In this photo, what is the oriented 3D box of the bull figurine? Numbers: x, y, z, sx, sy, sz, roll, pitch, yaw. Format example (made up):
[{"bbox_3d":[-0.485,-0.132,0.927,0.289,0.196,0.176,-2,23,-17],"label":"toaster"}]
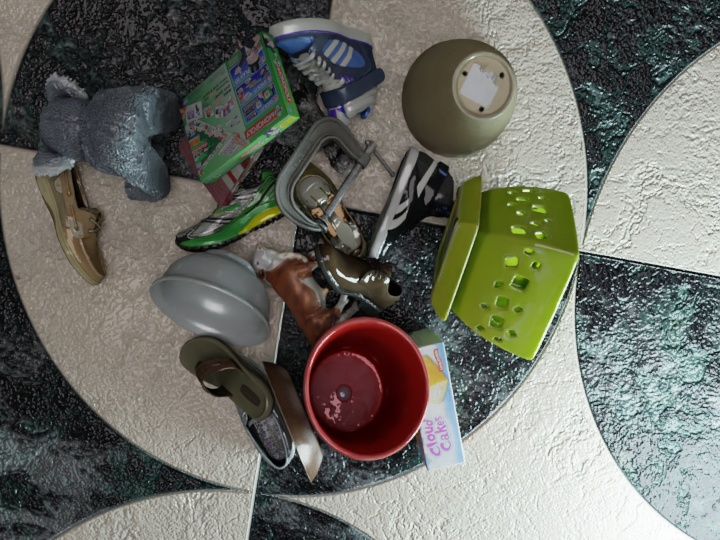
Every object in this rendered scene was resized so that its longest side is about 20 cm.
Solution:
[{"bbox_3d":[-0.091,0.025,1.216,0.120,0.065,0.202,-30,101,14],"label":"bull figurine"}]

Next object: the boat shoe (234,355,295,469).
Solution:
[{"bbox_3d":[-0.167,0.236,1.237,0.069,0.072,0.204,-28,97,1],"label":"boat shoe"}]

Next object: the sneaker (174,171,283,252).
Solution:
[{"bbox_3d":[-0.210,-0.091,1.200,0.197,0.078,0.087,-28,92,-9],"label":"sneaker"}]

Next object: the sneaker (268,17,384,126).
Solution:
[{"bbox_3d":[-0.050,-0.293,1.137,0.197,0.079,0.151,-5,92,-44],"label":"sneaker"}]

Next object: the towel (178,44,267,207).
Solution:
[{"bbox_3d":[-0.196,-0.219,1.140,0.145,0.023,0.201,51,117,23],"label":"towel"}]

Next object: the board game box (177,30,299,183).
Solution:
[{"bbox_3d":[-0.185,-0.236,1.100,0.198,0.029,0.138,-28,76,33],"label":"board game box"}]

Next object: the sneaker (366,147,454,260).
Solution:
[{"bbox_3d":[0.091,-0.086,1.214,0.110,0.073,0.204,22,95,-7],"label":"sneaker"}]

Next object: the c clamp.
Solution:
[{"bbox_3d":[-0.040,-0.139,1.149,0.201,0.027,0.172,-52,125,-19],"label":"c clamp"}]

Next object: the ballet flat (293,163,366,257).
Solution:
[{"bbox_3d":[-0.054,-0.097,1.206,0.070,0.071,0.202,-34,98,1],"label":"ballet flat"}]

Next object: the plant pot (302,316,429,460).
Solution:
[{"bbox_3d":[-0.008,0.186,1.158,0.195,0.177,0.206,3,79,-13],"label":"plant pot"}]

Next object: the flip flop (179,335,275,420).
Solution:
[{"bbox_3d":[-0.221,0.173,1.188,0.198,0.057,0.083,34,116,26],"label":"flip flop"}]

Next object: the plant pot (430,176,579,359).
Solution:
[{"bbox_3d":[0.213,-0.018,1.148,0.177,0.200,0.204,17,122,1],"label":"plant pot"}]

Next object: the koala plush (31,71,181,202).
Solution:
[{"bbox_3d":[-0.397,-0.211,1.122,0.195,0.184,0.182,10,89,8],"label":"koala plush"}]

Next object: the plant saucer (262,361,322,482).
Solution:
[{"bbox_3d":[-0.103,0.231,1.180,0.036,0.200,0.205,-23,98,-9],"label":"plant saucer"}]

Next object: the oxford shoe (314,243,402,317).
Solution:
[{"bbox_3d":[0.000,0.000,1.169,0.083,0.199,0.074,-29,55,22],"label":"oxford shoe"}]

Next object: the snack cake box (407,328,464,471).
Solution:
[{"bbox_3d":[0.114,0.209,1.232,0.065,0.115,0.205,-12,97,-5],"label":"snack cake box"}]

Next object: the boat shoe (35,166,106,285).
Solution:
[{"bbox_3d":[-0.445,-0.077,1.180,0.063,0.071,0.204,-22,97,0],"label":"boat shoe"}]

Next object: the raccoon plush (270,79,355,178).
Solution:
[{"bbox_3d":[-0.108,-0.198,1.180,0.133,0.097,0.202,-33,96,9],"label":"raccoon plush"}]

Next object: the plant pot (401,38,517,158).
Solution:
[{"bbox_3d":[0.164,-0.268,1.132,0.182,0.200,0.193,0,98,-3],"label":"plant pot"}]

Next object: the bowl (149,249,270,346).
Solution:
[{"bbox_3d":[-0.222,0.031,1.172,0.197,0.202,0.092,21,61,-6],"label":"bowl"}]
